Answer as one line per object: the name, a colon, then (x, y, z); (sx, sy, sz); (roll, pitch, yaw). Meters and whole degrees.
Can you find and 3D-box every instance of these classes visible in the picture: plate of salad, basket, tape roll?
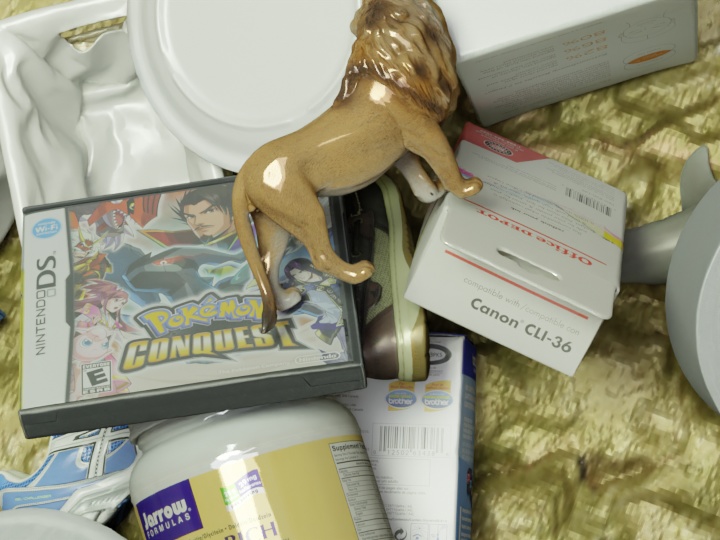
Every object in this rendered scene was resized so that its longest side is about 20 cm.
plate of salad: (-0.054, -0.158, 1.527); (0.200, 0.048, 0.201); (2, 93, 26)
basket: (-0.152, -0.069, 1.625); (0.135, 0.123, 0.201); (-14, 80, 5)
tape roll: (0.292, 0.020, 1.537); (0.200, 0.066, 0.201); (-2, 104, -9)

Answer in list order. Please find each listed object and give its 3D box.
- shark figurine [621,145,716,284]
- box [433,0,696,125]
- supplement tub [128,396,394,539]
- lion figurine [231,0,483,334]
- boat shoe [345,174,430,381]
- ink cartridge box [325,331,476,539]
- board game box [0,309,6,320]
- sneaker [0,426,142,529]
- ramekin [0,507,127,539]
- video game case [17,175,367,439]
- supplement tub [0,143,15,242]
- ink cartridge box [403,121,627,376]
shark figurine: (0.249, -0.065, 1.592); (0.128, 0.090, 0.215); (32, 88, 10)
box: (0.123, -0.179, 1.559); (0.152, 0.200, 0.107); (-17, 81, 5)
supplement tub: (-0.054, 0.161, 1.490); (0.145, 0.145, 0.200); (-19, 80, 4)
lion figurine: (-0.011, -0.067, 1.420); (0.200, 0.072, 0.123); (-41, 110, -22)
boat shoe: (0.000, 0.001, 1.567); (0.066, 0.201, 0.072); (-3, 124, -8)
ink cartridge box: (0.004, 0.109, 1.600); (0.136, 0.076, 0.201); (1, 83, 9)
board game box: (-0.323, 0.078, 1.591); (0.037, 0.151, 0.200); (40, 84, 14)
sneaker: (-0.154, 0.108, 1.621); (0.200, 0.076, 0.077); (-42, 83, -2)
ramekin: (-0.213, 0.258, 1.565); (0.200, 0.098, 0.201); (2, 102, 10)
video game case: (-0.103, 0.014, 1.478); (0.199, 0.026, 0.181); (-9, 42, 1)
supplement tub: (-0.336, -0.077, 1.638); (0.200, 0.145, 0.145); (40, 88, 14)
ink cartridge box: (0.094, -0.009, 1.510); (0.116, 0.200, 0.068); (25, 113, -2)
